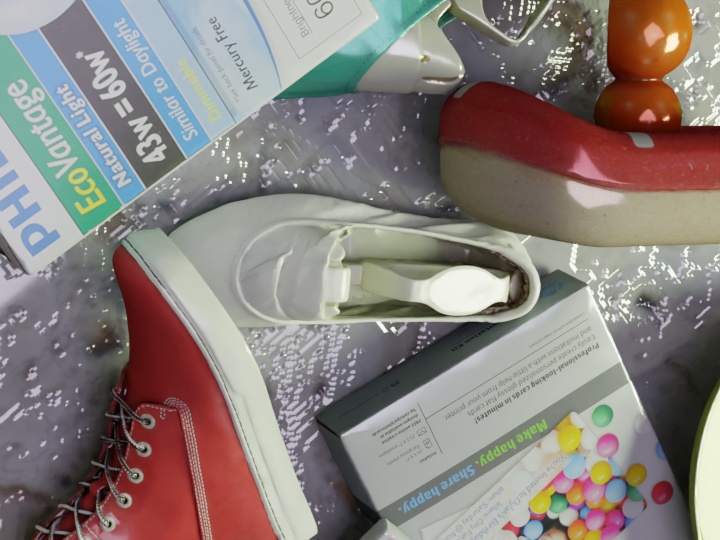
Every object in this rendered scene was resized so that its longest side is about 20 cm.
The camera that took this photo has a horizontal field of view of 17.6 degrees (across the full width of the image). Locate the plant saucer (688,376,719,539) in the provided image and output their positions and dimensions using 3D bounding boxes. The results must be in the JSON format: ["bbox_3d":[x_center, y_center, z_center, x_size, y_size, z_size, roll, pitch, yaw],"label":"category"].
[{"bbox_3d":[0.249,0.111,1.277,0.200,0.031,0.200,-3,95,-33],"label":"plant saucer"}]

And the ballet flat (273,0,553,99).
[{"bbox_3d":[0.043,-0.129,1.137,0.200,0.067,0.070,-38,83,-11],"label":"ballet flat"}]

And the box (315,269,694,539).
[{"bbox_3d":[0.087,0.124,1.233,0.156,0.041,0.200,-30,112,-12],"label":"box"}]

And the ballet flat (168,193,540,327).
[{"bbox_3d":[0.000,0.000,1.158,0.200,0.069,0.070,1,101,-21],"label":"ballet flat"}]

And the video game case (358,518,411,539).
[{"bbox_3d":[0.034,0.239,1.218,0.200,0.018,0.143,42,102,-17],"label":"video game case"}]

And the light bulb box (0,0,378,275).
[{"bbox_3d":[-0.137,-0.140,1.041,0.200,0.125,0.198,-38,112,-10],"label":"light bulb box"}]

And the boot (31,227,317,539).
[{"bbox_3d":[-0.114,0.086,1.117,0.144,0.072,0.200,-26,125,-11],"label":"boot"}]

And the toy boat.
[{"bbox_3d":[0.137,-0.080,1.161,0.200,0.130,0.131,-2,95,-21],"label":"toy boat"}]
